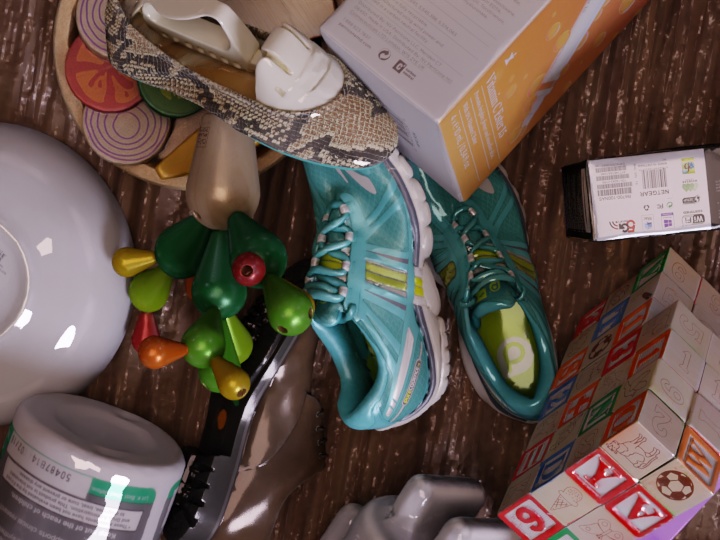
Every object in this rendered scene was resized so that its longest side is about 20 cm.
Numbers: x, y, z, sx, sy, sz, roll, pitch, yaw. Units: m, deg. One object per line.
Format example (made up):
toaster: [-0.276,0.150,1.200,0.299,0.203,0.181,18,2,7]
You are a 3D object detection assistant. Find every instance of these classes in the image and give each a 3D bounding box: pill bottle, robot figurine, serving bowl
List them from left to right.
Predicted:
serving bowl: [-0.247,0.004,1.028,0.198,0.066,0.202,0,92,1]
pill bottle: [-0.193,0.190,1.008,0.112,0.113,0.202,21,99,0]
robot figurine: [0.021,0.222,0.999,0.112,0.170,0.201,13,114,-41]

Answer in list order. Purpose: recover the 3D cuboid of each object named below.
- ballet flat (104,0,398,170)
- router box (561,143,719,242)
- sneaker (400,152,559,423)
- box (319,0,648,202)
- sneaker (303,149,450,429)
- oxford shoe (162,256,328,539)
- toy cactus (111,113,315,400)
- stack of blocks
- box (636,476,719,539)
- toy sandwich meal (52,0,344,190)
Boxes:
ballet flat: [-0.069,-0.120,0.922,0.199,0.076,0.068,25,57,21]
router box: [0.228,-0.052,0.971,0.198,0.149,0.052,-6,92,2]
sneaker: [0.082,0.001,1.012,0.077,0.080,0.202,-23,91,1]
box: [0.086,-0.161,0.954,0.097,0.124,0.200,40,83,21]
sneaker: [0.000,0.000,0.973,0.079,0.077,0.202,-22,101,-38]
oxford shoe: [-0.055,0.090,1.035,0.084,0.073,0.202,23,89,-26]
toy cactus: [-0.094,-0.010,0.963,0.101,0.200,0.167,3,90,-24]
stack of blocks: [0.163,0.073,0.934,0.059,0.200,0.115,42,128,-8]
box: [0.177,0.124,0.987,0.039,0.137,0.200,42,93,-5]
toy sandwich meal: [-0.102,-0.148,1.013,0.203,0.070,0.207,0,93,1]
